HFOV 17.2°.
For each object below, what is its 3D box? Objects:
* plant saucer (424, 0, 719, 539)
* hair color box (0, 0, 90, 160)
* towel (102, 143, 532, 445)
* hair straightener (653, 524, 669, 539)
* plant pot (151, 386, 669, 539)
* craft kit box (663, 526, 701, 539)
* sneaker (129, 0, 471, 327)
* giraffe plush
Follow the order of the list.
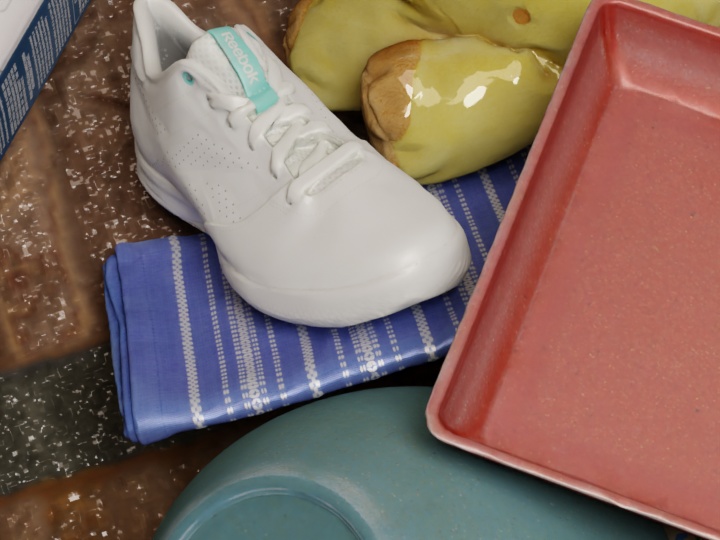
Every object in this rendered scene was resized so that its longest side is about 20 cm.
[{"bbox_3d":[0.142,0.016,0.804,0.198,0.037,0.201,20,56,7],"label":"plant saucer"},{"bbox_3d":[-0.181,-0.097,0.973,0.100,0.061,0.201,23,67,8],"label":"hair color box"},{"bbox_3d":[0.000,0.000,0.901,0.199,0.024,0.145,-17,26,0],"label":"towel"},{"bbox_3d":[0.096,0.176,0.845,0.076,0.041,0.201,0,78,26],"label":"hair straightener"},{"bbox_3d":[-0.003,0.127,0.803,0.199,0.135,0.201,-8,71,25],"label":"plant pot"},{"bbox_3d":[0.141,0.081,0.923,0.196,0.049,0.201,21,67,9],"label":"craft kit box"},{"bbox_3d":[-0.036,-0.048,0.894,0.075,0.089,0.200,-28,36,-25],"label":"sneaker"},{"bbox_3d":[0.048,-0.141,0.909,0.199,0.163,0.173,21,59,43],"label":"giraffe plush"}]
